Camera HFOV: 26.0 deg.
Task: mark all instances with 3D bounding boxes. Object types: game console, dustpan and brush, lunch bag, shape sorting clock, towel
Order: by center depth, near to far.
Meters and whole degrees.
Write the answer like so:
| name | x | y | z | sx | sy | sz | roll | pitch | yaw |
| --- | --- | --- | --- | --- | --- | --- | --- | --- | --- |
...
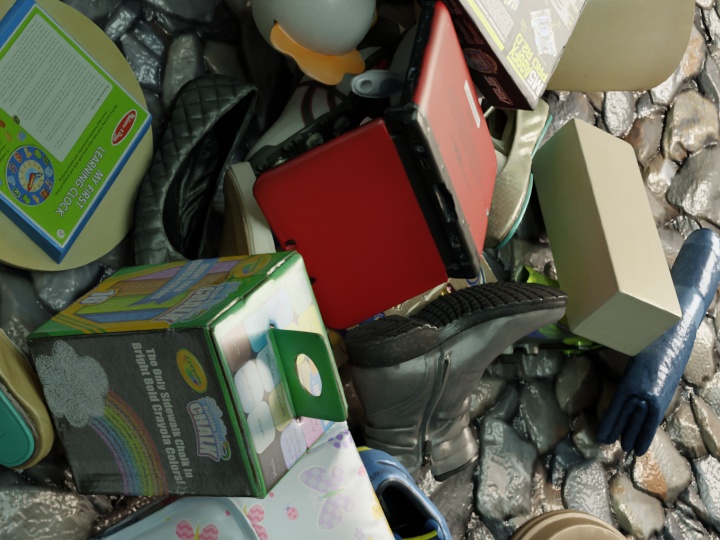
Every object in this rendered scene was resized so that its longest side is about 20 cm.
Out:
| name | x | y | z | sx | sy | sz | roll | pitch | yaw |
| --- | --- | --- | --- | --- | --- | --- | --- | --- | --- |
| lunch bag | -0.072 | 0.221 | 1.084 | 0.199 | 0.127 | 0.171 | -22 | 89 | -33 |
| shape sorting clock | -0.230 | -0.098 | 1.103 | 0.199 | 0.039 | 0.202 | 12 | 71 | -39 |
| game console | 0.019 | -0.075 | 1.169 | 0.200 | 0.118 | 0.173 | 64 | 32 | -52 |
| dustpan and brush | 0.051 | -0.148 | 1.206 | 0.199 | 0.057 | 0.141 | -4 | 114 | -43 |
| towel | 0.275 | 0.063 | 1.393 | 0.048 | 0.112 | 0.201 | 25 | 57 | 10 |

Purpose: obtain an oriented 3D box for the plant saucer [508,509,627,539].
| name | x | y | z | sx | sy | sz | roll | pitch | yaw |
| --- | --- | --- | --- | --- | --- | --- | --- | --- | --- |
| plant saucer | 0.188 | 0.302 | 1.316 | 0.199 | 0.029 | 0.202 | 10 | 72 | -34 |

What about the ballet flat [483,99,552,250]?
| name | x | y | z | sx | sy | sz | roll | pitch | yaw |
| --- | --- | --- | --- | --- | --- | --- | --- | --- | --- |
| ballet flat | 0.115 | -0.092 | 1.335 | 0.062 | 0.067 | 0.201 | 36 | 38 | -11 |

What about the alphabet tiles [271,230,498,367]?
| name | x | y | z | sx | sy | sz | roll | pitch | yaw |
| --- | --- | --- | --- | --- | --- | --- | --- | --- | --- |
| alphabet tiles | 0.000 | 0.000 | 1.237 | 0.200 | 0.008 | 0.168 | -39 | 105 | -22 |

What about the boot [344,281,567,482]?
| name | x | y | z | sx | sy | sz | roll | pitch | yaw |
| --- | --- | --- | --- | --- | --- | --- | --- | --- | --- |
| boot | 0.081 | 0.090 | 1.248 | 0.199 | 0.070 | 0.133 | -15 | 106 | -19 |

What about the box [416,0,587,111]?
| name | x | y | z | sx | sy | sz | roll | pitch | yaw |
| --- | --- | --- | --- | --- | --- | --- | --- | --- | --- |
| box | 0.106 | -0.244 | 1.182 | 0.200 | 0.044 | 0.161 | 46 | 64 | -46 |

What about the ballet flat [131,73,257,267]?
| name | x | y | z | sx | sy | sz | roll | pitch | yaw |
| --- | --- | --- | --- | --- | --- | --- | --- | --- | --- |
| ballet flat | -0.125 | -0.061 | 1.154 | 0.066 | 0.056 | 0.201 | 45 | 51 | -53 |

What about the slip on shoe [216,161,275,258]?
| name | x | y | z | sx | sy | sz | roll | pitch | yaw |
| --- | --- | --- | --- | --- | --- | --- | --- | --- | --- |
| slip on shoe | -0.089 | 0.023 | 1.150 | 0.060 | 0.076 | 0.202 | -8 | 98 | -5 |

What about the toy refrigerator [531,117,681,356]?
| name | x | y | z | sx | sy | sz | roll | pitch | yaw |
| --- | --- | --- | --- | --- | --- | --- | --- | --- | --- |
| toy refrigerator | 0.208 | -0.030 | 1.355 | 0.076 | 0.070 | 0.201 | 20 | 44 | -31 |

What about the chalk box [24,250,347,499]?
| name | x | y | z | sx | sy | sz | roll | pitch | yaw |
| --- | --- | --- | --- | --- | --- | --- | --- | --- | --- |
| chalk box | -0.094 | 0.068 | 1.028 | 0.124 | 0.199 | 0.125 | -42 | 122 | -54 |

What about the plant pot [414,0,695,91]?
| name | x | y | z | sx | sy | sz | roll | pitch | yaw |
| --- | --- | --- | --- | --- | --- | --- | --- | --- | --- |
| plant pot | 0.154 | -0.235 | 1.359 | 0.199 | 0.187 | 0.189 | -13 | 85 | -24 |

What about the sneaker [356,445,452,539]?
| name | x | y | z | sx | sy | sz | roll | pitch | yaw |
| --- | --- | --- | --- | --- | --- | --- | --- | --- | --- |
| sneaker | 0.046 | 0.222 | 1.182 | 0.066 | 0.078 | 0.201 | -38 | 112 | -14 |

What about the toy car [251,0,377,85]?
| name | x | y | z | sx | sy | sz | roll | pitch | yaw |
| --- | --- | --- | --- | --- | --- | --- | --- | --- | --- |
| toy car | -0.020 | -0.223 | 1.191 | 0.176 | 0.184 | 0.202 | 13 | 65 | -34 |

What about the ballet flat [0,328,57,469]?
| name | x | y | z | sx | sy | sz | roll | pitch | yaw |
| --- | --- | --- | --- | --- | --- | --- | --- | --- | --- |
| ballet flat | -0.269 | 0.042 | 1.034 | 0.201 | 0.068 | 0.063 | 58 | 25 | -12 |

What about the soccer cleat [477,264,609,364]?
| name | x | y | z | sx | sy | sz | roll | pitch | yaw |
| --- | --- | --- | --- | --- | --- | --- | --- | --- | --- |
| soccer cleat | 0.169 | 0.034 | 1.352 | 0.199 | 0.065 | 0.084 | -1 | 76 | -37 |

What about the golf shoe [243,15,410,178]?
| name | x | y | z | sx | sy | sz | roll | pitch | yaw |
| --- | --- | --- | --- | --- | --- | --- | --- | --- | --- |
| golf shoe | -0.032 | -0.133 | 1.253 | 0.088 | 0.077 | 0.200 | 39 | 63 | 21 |
